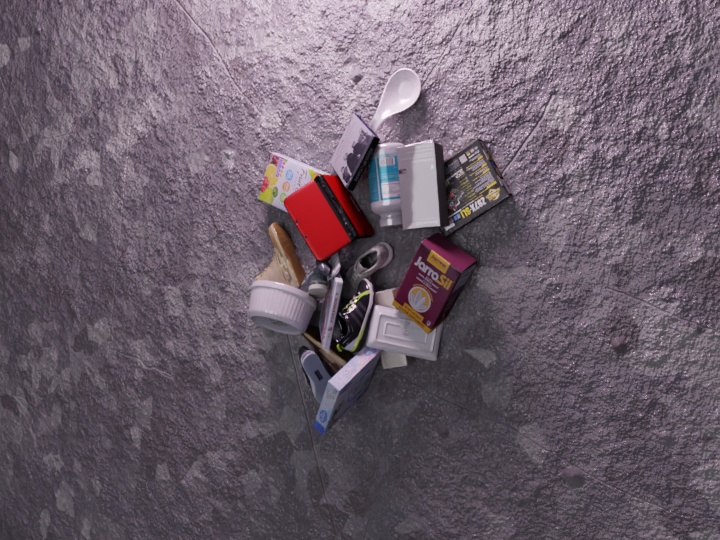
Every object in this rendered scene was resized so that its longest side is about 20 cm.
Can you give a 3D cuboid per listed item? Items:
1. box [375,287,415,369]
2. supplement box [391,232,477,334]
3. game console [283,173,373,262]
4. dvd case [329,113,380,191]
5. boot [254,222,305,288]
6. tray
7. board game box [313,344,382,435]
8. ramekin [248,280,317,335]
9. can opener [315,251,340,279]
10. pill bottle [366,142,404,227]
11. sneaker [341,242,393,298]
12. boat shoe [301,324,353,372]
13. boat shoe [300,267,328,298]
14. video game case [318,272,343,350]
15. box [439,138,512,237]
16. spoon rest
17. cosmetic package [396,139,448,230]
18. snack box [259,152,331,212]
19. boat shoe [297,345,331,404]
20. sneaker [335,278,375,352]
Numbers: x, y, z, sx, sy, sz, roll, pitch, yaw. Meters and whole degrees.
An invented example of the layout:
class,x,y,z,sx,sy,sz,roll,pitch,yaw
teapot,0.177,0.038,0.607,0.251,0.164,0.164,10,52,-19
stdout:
class,x,y,z,sx,sy,sz,roll,pitch,yaw
box,0.084,0.155,1.552,0.080,0.068,0.208,-11,89,27
supplement box,0.184,0.032,1.446,0.130,0.102,0.204,36,123,21
game console,-0.083,-0.143,1.555,0.118,0.171,0.203,-37,79,26
dvd case,-0.019,-0.316,1.521,0.153,0.024,0.201,-60,28,20
boot,-0.260,-0.021,1.717,0.153,0.072,0.205,-27,89,27
tray,0.117,0.163,1.496,0.193,0.022,0.111,13,86,-6
board game box,-0.032,0.307,1.518,0.043,0.199,0.203,35,133,18
ramekin,-0.226,0.110,1.618,0.196,0.203,0.097,5,68,27
can opener,-0.090,-0.056,1.564,0.053,0.066,0.203,-44,34,24
pill bottle,0.074,-0.220,1.498,0.107,0.110,0.208,-4,93,27
sneaker,0.000,0.000,1.568,0.076,0.091,0.201,48,113,16
boat shoe,-0.104,0.235,1.660,0.197,0.072,0.074,34,113,19
boat shoe,-0.130,0.039,1.615,0.070,0.200,0.064,3,78,-14
video game case,-0.084,0.093,1.576,0.022,0.200,0.189,10,102,-10
box,0.256,-0.203,1.439,0.197,0.049,0.163,-33,82,26
spoon rest,0.084,-0.430,1.503,0.099,0.060,0.202,43,113,17
cosmetic package,0.154,-0.205,1.419,0.103,0.090,0.208,-5,90,24
snack box,-0.193,-0.242,1.670,0.196,0.053,0.147,25,107,23
boat shoe,-0.131,0.303,1.655,0.068,0.073,0.203,36,157,54
sneaker,-0.018,0.111,1.494,0.071,0.081,0.207,-25,50,61
